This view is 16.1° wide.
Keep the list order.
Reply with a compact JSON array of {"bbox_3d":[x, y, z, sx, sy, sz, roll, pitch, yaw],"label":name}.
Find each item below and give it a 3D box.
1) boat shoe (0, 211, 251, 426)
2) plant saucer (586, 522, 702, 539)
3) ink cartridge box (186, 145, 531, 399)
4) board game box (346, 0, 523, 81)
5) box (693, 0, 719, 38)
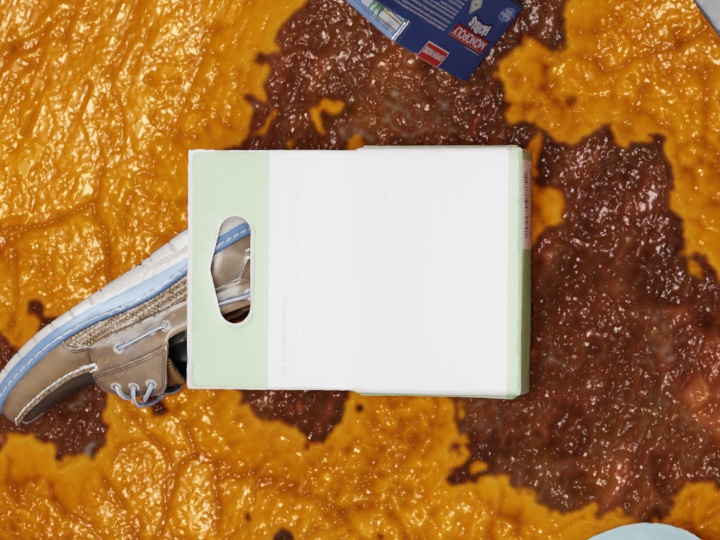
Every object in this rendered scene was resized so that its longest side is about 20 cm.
[{"bbox_3d":[-0.134,0.042,1.528,0.200,0.072,0.073,-36,82,13],"label":"boat shoe"},{"bbox_3d":[0.147,0.242,1.424,0.200,0.039,0.202,-31,42,33],"label":"plant saucer"},{"bbox_3d":[0.000,0.000,1.493,0.198,0.048,0.147,0,91,11],"label":"ink cartridge box"},{"bbox_3d":[-0.027,-0.211,1.455,0.200,0.200,0.062,43,100,26],"label":"board game box"},{"bbox_3d":[0.277,-0.196,1.427,0.200,0.036,0.143,-38,80,14],"label":"box"}]
